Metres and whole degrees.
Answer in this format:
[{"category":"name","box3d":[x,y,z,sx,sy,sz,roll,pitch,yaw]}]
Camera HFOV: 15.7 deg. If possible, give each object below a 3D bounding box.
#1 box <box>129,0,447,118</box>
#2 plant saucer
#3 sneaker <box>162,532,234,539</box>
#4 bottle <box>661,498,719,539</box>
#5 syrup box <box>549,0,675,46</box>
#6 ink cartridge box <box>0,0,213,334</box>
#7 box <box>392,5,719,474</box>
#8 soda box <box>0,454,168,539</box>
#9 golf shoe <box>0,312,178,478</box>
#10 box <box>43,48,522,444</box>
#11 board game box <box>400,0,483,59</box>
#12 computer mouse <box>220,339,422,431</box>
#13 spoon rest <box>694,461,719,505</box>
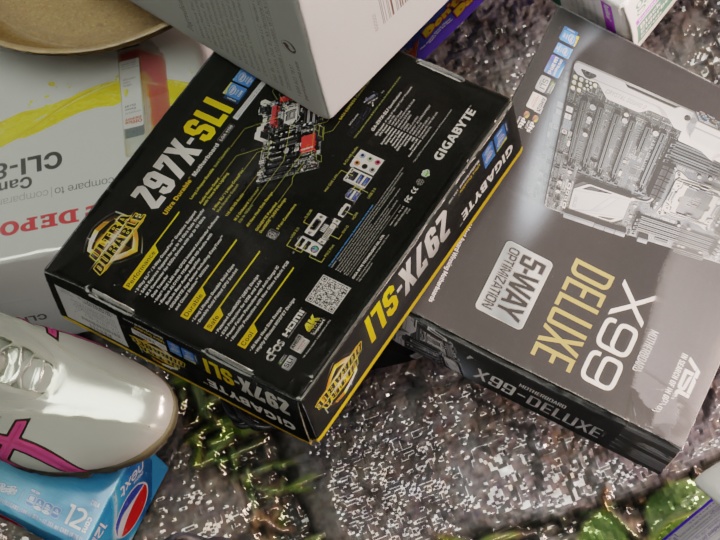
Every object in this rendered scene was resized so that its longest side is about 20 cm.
[{"category":"box","box3d":[-0.049,-0.199,1.333,0.200,0.106,0.152,32,67,27]},{"category":"plant saucer","box3d":[-0.142,-0.188,1.433,0.200,0.035,0.200,-6,55,9]},{"category":"sneaker","box3d":[-0.053,0.212,1.350,0.112,0.078,0.200,-44,70,-3]},{"category":"bottle","box3d":[0.152,0.190,1.316,0.200,0.065,0.084,-39,100,-3]},{"category":"syrup box","box3d":[0.090,-0.210,1.407,0.200,0.081,0.079,37,84,15]},{"category":"ink cartridge box","box3d":[-0.145,-0.075,1.437,0.145,0.083,0.200,-11,59,6]},{"category":"box","box3d":[0.129,-0.017,1.361,0.158,0.050,0.200,27,67,2]},{"category":"soda box","box3d":[-0.211,0.090,1.428,0.200,0.064,0.068,23,78,17]},{"category":"golf shoe","box3d":[-0.194,0.057,1.353,0.200,0.092,0.073,11,73,13]},{"category":"box","box3d":[-0.036,-0.031,1.314,0.160,0.049,0.200,24,66,25]},{"category":"board game box","box3d":[0.024,-0.205,1.486,0.200,0.045,0.134,-45,70,-5]},{"category":"computer mouse","box3d":[0.000,0.000,1.430,0.200,0.046,0.140,-30,57,1]},{"category":"spoon rest","box3d":[0.216,0.176,1.259,0.099,0.200,0.061,-30,32,-8]}]
